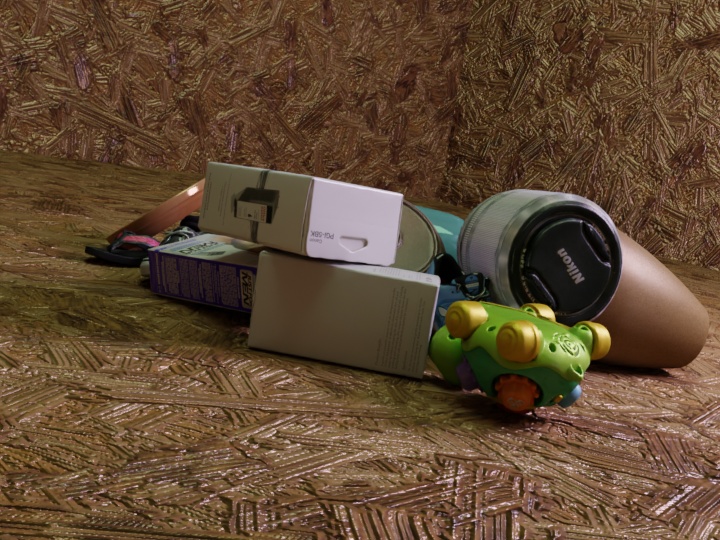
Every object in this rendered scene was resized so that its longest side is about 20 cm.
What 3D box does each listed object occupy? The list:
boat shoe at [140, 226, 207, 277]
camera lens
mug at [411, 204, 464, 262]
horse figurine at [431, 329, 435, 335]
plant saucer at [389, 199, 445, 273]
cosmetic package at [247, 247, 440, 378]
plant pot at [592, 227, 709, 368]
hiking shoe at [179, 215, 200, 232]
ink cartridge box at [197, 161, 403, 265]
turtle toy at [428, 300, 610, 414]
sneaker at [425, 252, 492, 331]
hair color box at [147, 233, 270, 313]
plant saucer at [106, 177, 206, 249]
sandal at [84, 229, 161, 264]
[{"bbox_3d":[-0.256,-0.026,1.346,0.071,0.072,0.200,3,4,8],"label":"boat shoe"},{"bbox_3d":[0.216,-0.017,1.185,0.157,0.163,0.200,7,5,-14],"label":"camera lens"},{"bbox_3d":[0.103,0.003,1.374,0.113,0.153,0.187,12,47,-9],"label":"mug"},{"bbox_3d":[0.122,0.072,1.235,0.196,0.051,0.133,6,15,-9],"label":"horse figurine"},{"bbox_3d":[0.026,-0.038,1.252,0.197,0.035,0.202,11,46,-12],"label":"plant saucer"},{"bbox_3d":[-0.017,0.044,1.060,0.197,0.109,0.085,12,8,5],"label":"cosmetic package"},{"bbox_3d":[0.358,0.051,1.284,0.198,0.189,0.186,22,5,-16],"label":"plant pot"},{"bbox_3d":[-0.193,-0.071,1.565,0.197,0.076,0.102,9,52,4],"label":"hiking shoe"},{"bbox_3d":[-0.069,-0.067,1.099,0.145,0.084,0.198,6,5,-44],"label":"ink cartridge box"},{"bbox_3d":[0.149,0.087,0.981,0.144,0.103,0.199,4,10,-37],"label":"turtle toy"},{"bbox_3d":[0.125,0.050,1.120,0.077,0.091,0.200,-8,36,-29],"label":"sneaker"},{"bbox_3d":[-0.161,0.001,1.202,0.198,0.066,0.109,10,18,36],"label":"hair color box"},{"bbox_3d":[-0.310,-0.089,1.528,0.198,0.038,0.200,-30,8,5],"label":"plant saucer"},{"bbox_3d":[-0.320,-0.034,1.432,0.198,0.046,0.075,2,11,-42],"label":"sandal"}]
